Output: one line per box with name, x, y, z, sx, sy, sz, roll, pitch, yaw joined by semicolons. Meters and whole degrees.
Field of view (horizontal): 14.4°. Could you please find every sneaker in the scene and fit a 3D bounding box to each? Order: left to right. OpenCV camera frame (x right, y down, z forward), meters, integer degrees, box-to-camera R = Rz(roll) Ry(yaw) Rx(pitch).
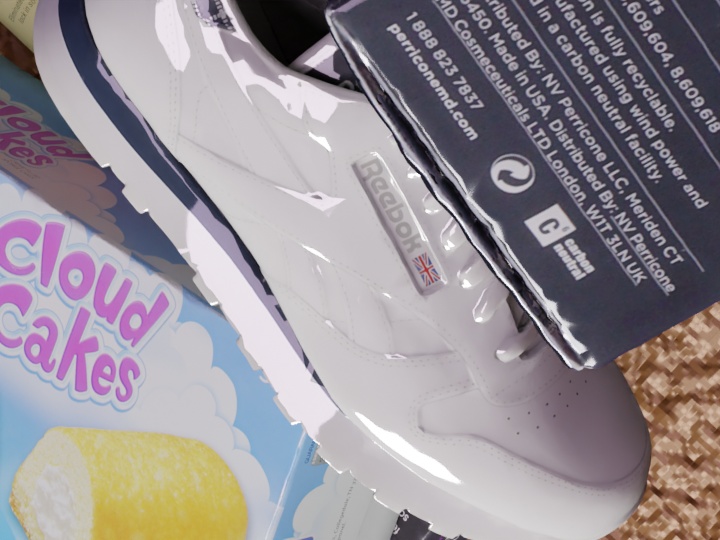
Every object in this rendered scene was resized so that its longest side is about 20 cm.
sneaker;0.009;-0.013;0.696;0.200;0.077;0.080;46;131;-14

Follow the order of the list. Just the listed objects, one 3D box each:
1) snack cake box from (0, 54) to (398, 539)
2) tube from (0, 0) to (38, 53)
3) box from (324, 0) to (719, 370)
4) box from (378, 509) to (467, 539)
snack cake box;-0.081;0.028;0.807;0.199;0.067;0.116;31;114;29
tube;-0.118;-0.121;0.849;0.200;0.058;0.052;46;157;6
box;0.104;-0.094;0.623;0.199;0.148;0.105;-29;113;20
box;0.000;0.000;0.807;0.143;0.036;0.200;48;118;22
